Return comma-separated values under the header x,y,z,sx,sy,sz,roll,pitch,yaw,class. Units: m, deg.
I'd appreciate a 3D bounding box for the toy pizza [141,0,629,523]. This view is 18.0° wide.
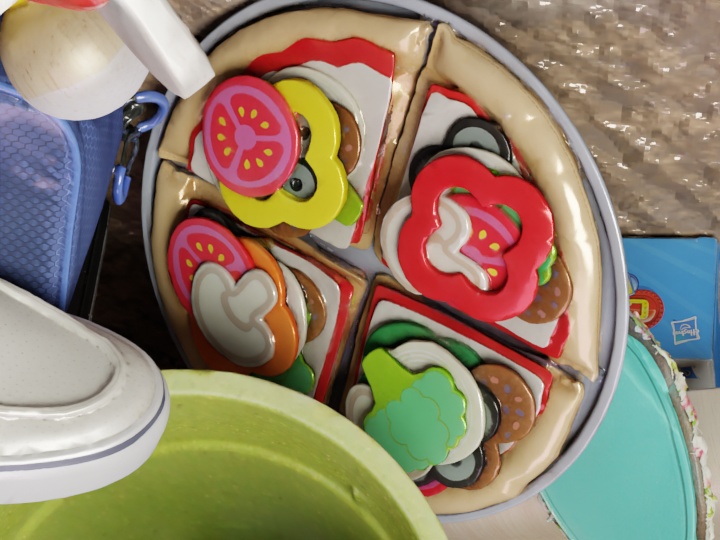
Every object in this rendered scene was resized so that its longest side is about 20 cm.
x,y,z,sx,sy,sz,roll,pitch,yaw,class
0.000,0.000,0.800,0.199,0.032,0.202,12,115,28,toy pizza

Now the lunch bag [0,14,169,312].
x,y,z,sx,sy,sz,roll,pitch,yaw,class
-0.163,-0.062,0.757,0.199,0.133,0.136,10,133,-8,lunch bag

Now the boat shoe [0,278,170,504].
x,y,z,sx,sy,sz,roll,pitch,yaw,class
-0.154,0.014,0.693,0.199,0.071,0.070,14,135,-2,boat shoe

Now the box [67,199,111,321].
x,y,z,sx,sy,sz,roll,pitch,yaw,class
-0.198,0.000,0.857,0.199,0.160,0.044,11,110,-6,box

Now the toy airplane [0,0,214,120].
x,y,z,sx,sy,sz,roll,pitch,yaw,class
-0.089,-0.091,0.610,0.199,0.200,0.141,-6,139,21,toy airplane

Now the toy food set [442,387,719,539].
x,y,z,sx,sy,sz,roll,pitch,yaw,class
0.126,0.095,0.940,0.143,0.061,0.200,-8,156,26,toy food set

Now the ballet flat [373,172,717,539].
x,y,z,sx,sy,sz,roll,pitch,yaw,class
0.072,0.022,0.829,0.075,0.201,0.064,-30,180,21,ballet flat

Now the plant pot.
x,y,z,sx,sy,sz,roll,pitch,yaw,class
-0.053,0.151,0.832,0.199,0.201,0.190,4,168,6,plant pot

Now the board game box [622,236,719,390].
x,y,z,sx,sy,sz,roll,pitch,yaw,class
0.061,0.056,0.992,0.194,0.056,0.200,1,151,12,board game box

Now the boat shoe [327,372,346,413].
x,y,z,sx,sy,sz,roll,pitch,yaw,class
-0.011,0.079,0.939,0.062,0.072,0.201,22,146,12,boat shoe
